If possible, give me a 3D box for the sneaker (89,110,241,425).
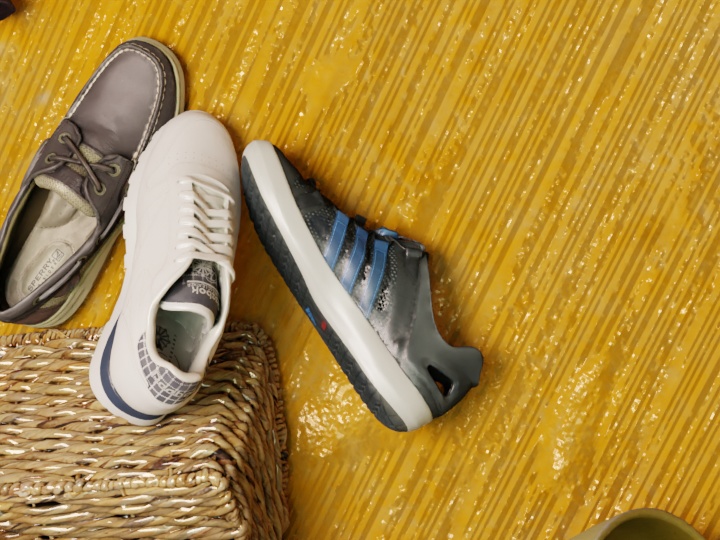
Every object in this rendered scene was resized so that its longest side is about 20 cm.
[{"bbox_3d":[-0.100,-0.009,1.154,0.076,0.080,0.201,18,64,-23],"label":"sneaker"}]

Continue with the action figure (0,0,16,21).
[{"bbox_3d":[-0.281,-0.240,1.211,0.130,0.069,0.201,-26,87,19],"label":"action figure"}]

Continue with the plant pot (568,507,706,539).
[{"bbox_3d":[0.129,0.251,1.132,0.142,0.200,0.201,-21,92,39],"label":"plant pot"}]

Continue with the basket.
[{"bbox_3d":[-0.145,0.132,1.227,0.199,0.149,0.143,-5,128,13],"label":"basket"}]

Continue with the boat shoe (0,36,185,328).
[{"bbox_3d":[-0.171,-0.050,1.209,0.073,0.065,0.201,27,100,10],"label":"boat shoe"}]

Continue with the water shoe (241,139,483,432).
[{"bbox_3d":[0.000,0.000,1.188,0.079,0.071,0.201,-31,88,-14],"label":"water shoe"}]
